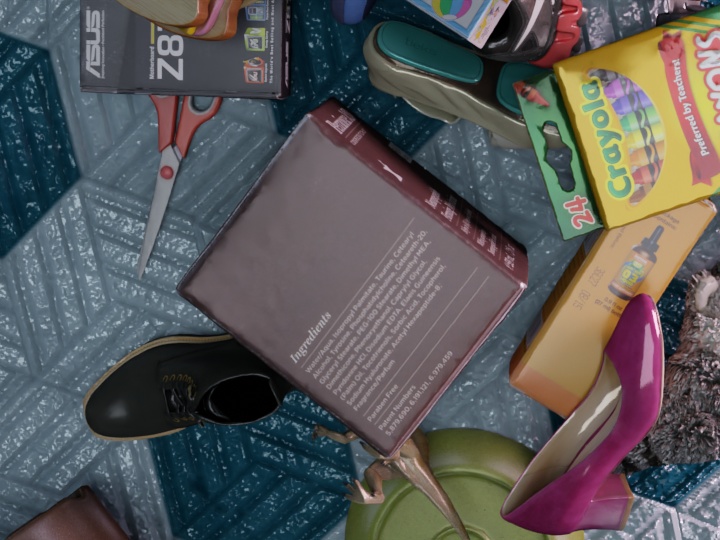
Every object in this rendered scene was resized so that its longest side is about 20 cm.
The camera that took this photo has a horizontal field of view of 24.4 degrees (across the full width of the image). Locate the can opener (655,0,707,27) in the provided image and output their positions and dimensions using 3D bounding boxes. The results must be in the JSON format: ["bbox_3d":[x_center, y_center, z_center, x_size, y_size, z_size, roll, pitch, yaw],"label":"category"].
[{"bbox_3d":[0.228,-0.178,1.246,0.066,0.053,0.202,7,105,38],"label":"can opener"}]

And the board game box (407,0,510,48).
[{"bbox_3d":[0.038,-0.266,1.169,0.199,0.034,0.135,36,99,19],"label":"board game box"}]

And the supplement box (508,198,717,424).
[{"bbox_3d":[0.190,0.013,1.277,0.066,0.069,0.201,31,106,-2],"label":"supplement box"}]

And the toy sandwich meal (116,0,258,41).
[{"bbox_3d":[-0.119,-0.270,1.175,0.203,0.070,0.208,5,102,28],"label":"toy sandwich meal"}]

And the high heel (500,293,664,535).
[{"bbox_3d":[0.164,0.108,1.237,0.095,0.068,0.202,3,120,-10],"label":"high heel"}]

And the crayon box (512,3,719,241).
[{"bbox_3d":[0.219,-0.108,1.186,0.198,0.051,0.128,-19,90,8],"label":"crayon box"}]

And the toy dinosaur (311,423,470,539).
[{"bbox_3d":[0.027,0.142,1.290,0.200,0.101,0.058,50,119,16],"label":"toy dinosaur"}]

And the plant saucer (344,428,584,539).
[{"bbox_3d":[0.083,0.229,1.355,0.198,0.031,0.202,2,102,7],"label":"plant saucer"}]

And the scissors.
[{"bbox_3d":[-0.144,-0.089,1.322,0.072,0.014,0.202,3,101,4],"label":"scissors"}]

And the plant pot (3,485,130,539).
[{"bbox_3d":[-0.227,0.295,1.336,0.199,0.200,0.199,-35,88,13],"label":"plant pot"}]

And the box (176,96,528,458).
[{"bbox_3d":[0.000,0.000,1.243,0.199,0.166,0.165,38,102,-2],"label":"box"}]

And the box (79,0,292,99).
[{"bbox_3d":[-0.131,-0.233,1.266,0.159,0.049,0.202,4,98,9],"label":"box"}]

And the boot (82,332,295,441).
[{"bbox_3d":[-0.139,0.097,1.298,0.198,0.138,0.078,-22,99,12],"label":"boot"}]

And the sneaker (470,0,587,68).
[{"bbox_3d":[0.116,-0.239,1.198,0.097,0.071,0.202,-11,118,-28],"label":"sneaker"}]

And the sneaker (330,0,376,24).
[{"bbox_3d":[0.046,-0.261,1.231,0.082,0.074,0.201,32,105,-3],"label":"sneaker"}]

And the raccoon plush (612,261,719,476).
[{"bbox_3d":[0.232,0.080,1.277,0.198,0.097,0.135,-21,91,11],"label":"raccoon plush"}]

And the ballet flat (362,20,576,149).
[{"bbox_3d":[0.094,-0.130,1.264,0.198,0.069,0.070,23,104,4],"label":"ballet flat"}]
